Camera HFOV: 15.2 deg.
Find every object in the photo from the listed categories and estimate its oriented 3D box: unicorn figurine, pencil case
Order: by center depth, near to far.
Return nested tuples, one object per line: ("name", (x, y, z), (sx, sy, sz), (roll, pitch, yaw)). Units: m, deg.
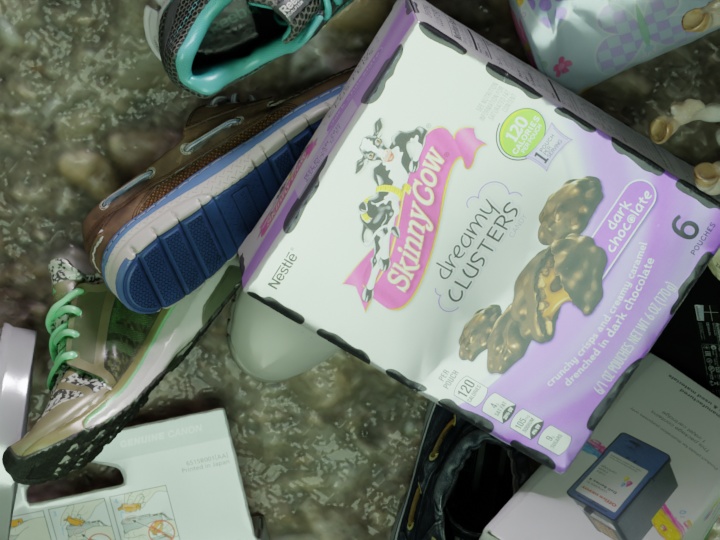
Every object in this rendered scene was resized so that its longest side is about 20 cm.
("unicorn figurine", (0.209, -0.095, 1.371), (0.137, 0.074, 0.200), (-18, 155, -39))
("pencil case", (0.174, -0.159, 1.412), (0.199, 0.083, 0.091), (-20, 141, 7))

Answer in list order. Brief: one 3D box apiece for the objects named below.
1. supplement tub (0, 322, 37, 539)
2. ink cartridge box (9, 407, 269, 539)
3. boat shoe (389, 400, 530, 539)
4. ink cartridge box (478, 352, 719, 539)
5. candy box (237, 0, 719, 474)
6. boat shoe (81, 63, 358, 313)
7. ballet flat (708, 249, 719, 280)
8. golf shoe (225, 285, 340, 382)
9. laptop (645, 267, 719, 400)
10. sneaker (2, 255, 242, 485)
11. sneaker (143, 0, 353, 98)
("supplement tub", (-0.284, 0.080, 1.477), (0.199, 0.145, 0.145), (8, 116, -6))
("ink cartridge box", (-0.153, 0.174, 1.588), (0.199, 0.044, 0.174), (-12, 105, 4))
("boat shoe", (0.055, 0.158, 1.559), (0.071, 0.091, 0.201), (5, 116, -4))
("ink cartridge box", (0.123, 0.161, 1.478), (0.087, 0.200, 0.146), (35, 131, 15))
("candy box", (0.063, -0.019, 1.384), (0.200, 0.072, 0.168), (30, 104, -13))
("boat shoe", (-0.064, -0.061, 1.449), (0.200, 0.072, 0.072), (-32, 140, -15))
("ballet flat", (0.268, -0.005, 1.460), (0.199, 0.057, 0.067), (11, 100, -33))
("golf shoe", (0.000, 0.000, 1.476), (0.078, 0.097, 0.200), (39, 110, -20))
("laptop", (0.224, 0.023, 1.544), (0.199, 0.116, 0.188), (2, 120, 29))
("sneaker", (-0.146, 0.038, 1.457), (0.089, 0.200, 0.077), (39, 137, 1))
("sneaker", (-0.025, -0.152, 1.402), (0.200, 0.091, 0.078), (-36, 113, 14))
